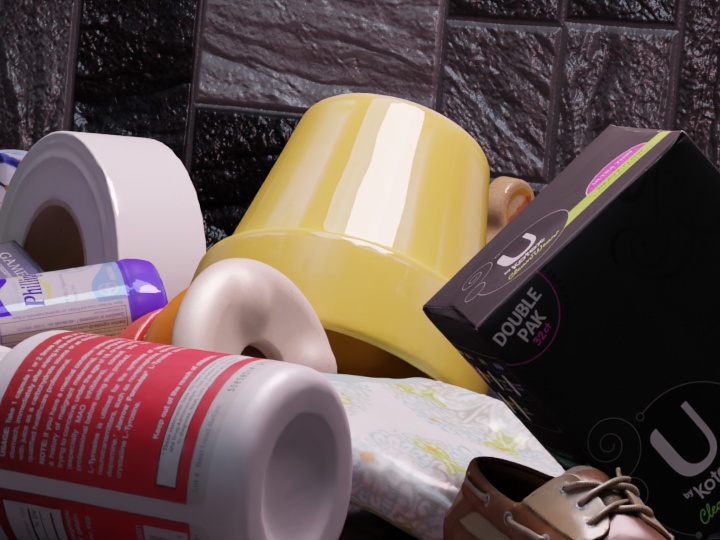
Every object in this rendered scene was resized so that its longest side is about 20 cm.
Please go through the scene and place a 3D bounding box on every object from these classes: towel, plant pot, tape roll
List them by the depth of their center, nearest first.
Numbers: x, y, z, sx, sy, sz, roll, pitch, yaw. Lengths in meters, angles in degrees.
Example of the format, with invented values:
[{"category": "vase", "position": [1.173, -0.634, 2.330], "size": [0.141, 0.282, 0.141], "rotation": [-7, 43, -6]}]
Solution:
[{"category": "towel", "position": [0.052, 0.106, 1.496], "size": [0.171, 0.048, 0.200], "rotation": [24, 13, 32]}, {"category": "plant pot", "position": [0.000, 0.000, 1.712], "size": [0.200, 0.189, 0.201], "rotation": [14, -28, 8]}, {"category": "tape roll", "position": [-0.186, 0.005, 1.873], "size": [0.071, 0.203, 0.202], "rotation": [2, 4, -33]}]

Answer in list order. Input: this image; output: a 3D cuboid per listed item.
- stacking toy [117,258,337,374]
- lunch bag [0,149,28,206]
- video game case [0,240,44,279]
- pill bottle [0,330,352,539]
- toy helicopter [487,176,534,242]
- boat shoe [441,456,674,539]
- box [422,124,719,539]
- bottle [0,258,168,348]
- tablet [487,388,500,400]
[{"category": "stacking toy", "position": [-0.126, 0.078, 1.570], "size": [0.200, 0.147, 0.146], "rotation": [-11, -7, 33]}, {"category": "lunch bag", "position": [-0.335, -0.029, 2.508], "size": [0.124, 0.171, 0.200], "rotation": [9, 3, -26]}, {"category": "video game case", "position": [-0.295, 0.039, 1.795], "size": [0.200, 0.019, 0.143], "rotation": [-15, 32, -25]}, {"category": "pill bottle", "position": [-0.113, 0.089, 1.285], "size": [0.200, 0.113, 0.112], "rotation": [7, 4, 29]}, {"category": "toy helicopter", "position": [0.079, 0.025, 1.937], "size": [0.079, 0.201, 0.132], "rotation": [8, -13, 40]}, {"category": "boat shoe", "position": [0.104, 0.129, 1.281], "size": [0.076, 0.072, 0.200], "rotation": [3, 4, -38]}, {"category": "box", "position": [0.158, 0.046, 1.374], "size": [0.200, 0.149, 0.124], "rotation": [48, -6, -10]}, {"category": "bottle", "position": [-0.217, 0.039, 1.636], "size": [0.199, 0.065, 0.084], "rotation": [-8, 18, -10]}, {"category": "tablet", "position": [0.171, 0.108, 1.774], "size": [0.199, 0.014, 0.130], "rotation": [17, -9, 7]}]
